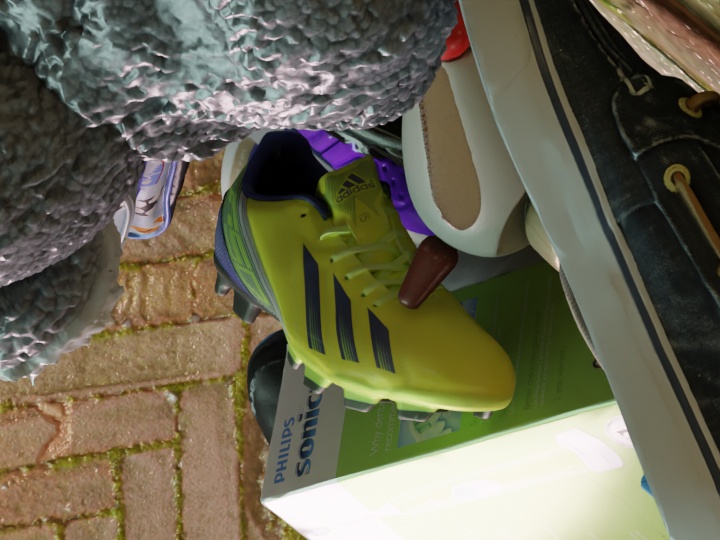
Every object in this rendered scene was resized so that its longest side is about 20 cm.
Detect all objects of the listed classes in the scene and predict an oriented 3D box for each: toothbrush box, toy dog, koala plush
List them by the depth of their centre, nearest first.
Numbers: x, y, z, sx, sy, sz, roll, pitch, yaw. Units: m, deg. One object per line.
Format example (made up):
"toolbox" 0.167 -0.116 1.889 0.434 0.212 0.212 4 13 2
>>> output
"koala plush" -0.088 -0.067 0.831 0.177 0.200 0.184 43 -173 -49
"toy dog" 0.019 -0.050 1.044 0.200 0.096 0.132 42 178 -34
"toothbrush box" 0.083 0.075 1.191 0.146 0.200 0.086 41 -137 -37

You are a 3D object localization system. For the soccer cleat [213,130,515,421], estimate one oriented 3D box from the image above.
"soccer cleat" -0.001 0.000 1.151 0.065 0.084 0.200 6 -163 -32

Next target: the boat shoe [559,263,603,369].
"boat shoe" 0.153 0.048 1.034 0.200 0.076 0.072 42 -179 8

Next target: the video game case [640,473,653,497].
"video game case" 0.213 0.115 1.081 0.200 0.018 0.143 7 -154 -49

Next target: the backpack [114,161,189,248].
"backpack" -0.152 -0.080 1.107 0.190 0.155 0.200 19 152 -4

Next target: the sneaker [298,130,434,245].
"sneaker" -0.008 -0.082 1.251 0.200 0.070 0.100 38 177 41

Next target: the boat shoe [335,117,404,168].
"boat shoe" -0.008 -0.096 1.178 0.200 0.072 0.071 29 169 9

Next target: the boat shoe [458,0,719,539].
"boat shoe" 0.095 -0.020 0.765 0.071 0.091 0.201 46 -159 -71

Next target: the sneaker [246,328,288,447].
"sneaker" 0.009 0.113 1.310 0.200 0.073 0.082 54 -149 9

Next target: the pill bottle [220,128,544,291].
"pill bottle" 0.034 -0.014 1.328 0.200 0.116 0.116 40 178 40
